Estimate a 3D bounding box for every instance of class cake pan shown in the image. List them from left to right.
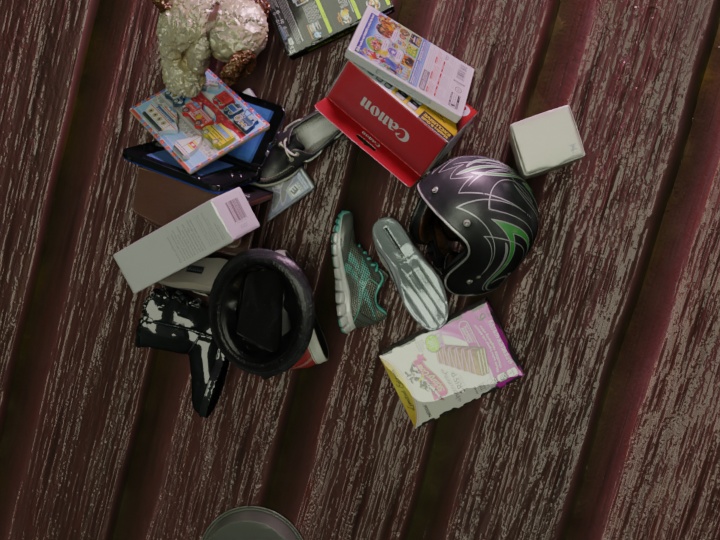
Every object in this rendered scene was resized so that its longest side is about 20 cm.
[{"bbox_3d":[-0.188,0.508,1.625,0.198,0.037,0.202,1,94,8],"label":"cake pan"}]

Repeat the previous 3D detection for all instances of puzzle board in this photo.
[{"bbox_3d":[-0.258,-0.245,1.505,0.150,0.017,0.200,-33,53,-19],"label":"puzzle board"}]

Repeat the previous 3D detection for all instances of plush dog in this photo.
[{"bbox_3d":[-0.225,-0.379,1.474,0.170,0.161,0.202,9,70,11],"label":"plush dog"}]

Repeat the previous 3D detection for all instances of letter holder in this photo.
[{"bbox_3d":[-0.263,-0.082,1.538,0.198,0.101,0.143,19,108,14],"label":"letter holder"}]

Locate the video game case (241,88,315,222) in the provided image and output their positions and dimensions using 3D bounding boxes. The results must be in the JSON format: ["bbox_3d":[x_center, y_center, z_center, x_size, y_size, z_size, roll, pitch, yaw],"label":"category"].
[{"bbox_3d":[-0.202,-0.169,1.583,0.182,0.023,0.201,-34,90,9],"label":"video game case"}]

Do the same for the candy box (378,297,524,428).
[{"bbox_3d":[0.148,0.150,1.542,0.199,0.061,0.137,-28,90,9],"label":"candy box"}]

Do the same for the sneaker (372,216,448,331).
[{"bbox_3d":[0.084,0.005,1.529,0.073,0.071,0.201,-26,81,1],"label":"sneaker"}]

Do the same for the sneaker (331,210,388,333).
[{"bbox_3d":[0.000,0.000,1.552,0.090,0.078,0.202,-5,101,-1],"label":"sneaker"}]

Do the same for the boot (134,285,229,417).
[{"bbox_3d":[-0.300,0.131,1.594,0.161,0.073,0.200,15,89,4],"label":"boot"}]

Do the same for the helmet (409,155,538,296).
[{"bbox_3d":[0.174,-0.079,1.441,0.198,0.201,0.192,18,127,6],"label":"helmet"}]

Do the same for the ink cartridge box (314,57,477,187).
[{"bbox_3d":[0.056,-0.248,1.460,0.200,0.176,0.084,39,130,2],"label":"ink cartridge box"}]

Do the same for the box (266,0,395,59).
[{"bbox_3d":[-0.068,-0.474,1.532,0.192,0.048,0.201,-24,90,6],"label":"box"}]

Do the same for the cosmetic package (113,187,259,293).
[{"bbox_3d":[-0.264,-0.046,1.441,0.199,0.101,0.072,-25,96,24],"label":"cosmetic package"}]

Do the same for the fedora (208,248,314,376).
[{"bbox_3d":[-0.142,0.060,1.489,0.199,0.092,0.203,4,103,20],"label":"fedora"}]

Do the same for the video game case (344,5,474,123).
[{"bbox_3d":[0.079,-0.320,1.463,0.199,0.144,0.018,29,134,-10],"label":"video game case"}]

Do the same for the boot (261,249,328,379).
[{"bbox_3d":[-0.150,0.076,1.573,0.143,0.072,0.202,-17,96,10],"label":"boot"}]

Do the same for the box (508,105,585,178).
[{"bbox_3d":[0.277,-0.189,1.429,0.094,0.200,0.078,-18,91,8],"label":"box"}]

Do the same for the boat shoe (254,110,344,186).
[{"bbox_3d":[-0.096,-0.205,1.530,0.199,0.060,0.074,-30,90,-3],"label":"boat shoe"}]

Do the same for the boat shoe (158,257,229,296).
[{"bbox_3d":[-0.267,0.015,1.582,0.199,0.093,0.075,15,71,36],"label":"boat shoe"}]

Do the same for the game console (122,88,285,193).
[{"bbox_3d":[-0.249,-0.218,1.503,0.199,0.170,0.119,21,115,23],"label":"game console"}]
